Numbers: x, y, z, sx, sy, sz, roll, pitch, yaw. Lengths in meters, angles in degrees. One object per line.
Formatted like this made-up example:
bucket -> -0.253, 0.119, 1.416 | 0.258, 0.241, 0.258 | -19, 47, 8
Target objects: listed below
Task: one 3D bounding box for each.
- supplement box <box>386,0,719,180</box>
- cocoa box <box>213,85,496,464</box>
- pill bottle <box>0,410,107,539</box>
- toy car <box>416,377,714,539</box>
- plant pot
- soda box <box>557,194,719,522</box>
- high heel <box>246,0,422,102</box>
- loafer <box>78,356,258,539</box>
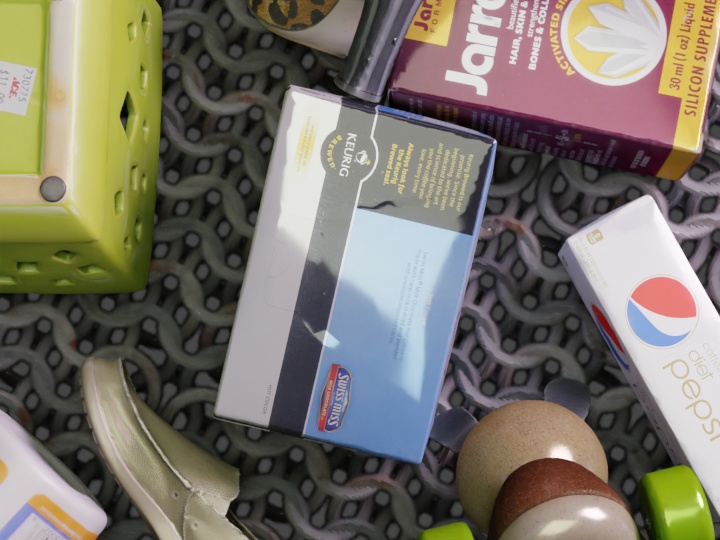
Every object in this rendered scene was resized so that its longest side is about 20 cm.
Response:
supplement box -> 0.126, -0.146, 1.225 | 0.198, 0.103, 0.132 | 11, 84, 4
cocoa box -> 0.000, 0.000, 1.177 | 0.130, 0.133, 0.202 | 13, 95, 1
pill bottle -> -0.260, 0.190, 1.185 | 0.112, 0.112, 0.200 | 42, 86, 6
toy car -> 0.108, 0.144, 1.171 | 0.163, 0.201, 0.159 | -13, 127, -4
plant pot -> -0.232, -0.095, 1.188 | 0.197, 0.182, 0.202 | 1, 83, 1
soda box -> 0.201, 0.056, 1.214 | 0.063, 0.068, 0.201 | -29, 83, -2
high heel -> -0.005, -0.203, 1.193 | 0.071, 0.200, 0.144 | 13, 109, -31
loafer -> -0.110, 0.135, 1.212 | 0.068, 0.076, 0.201 | -30, 92, -4
